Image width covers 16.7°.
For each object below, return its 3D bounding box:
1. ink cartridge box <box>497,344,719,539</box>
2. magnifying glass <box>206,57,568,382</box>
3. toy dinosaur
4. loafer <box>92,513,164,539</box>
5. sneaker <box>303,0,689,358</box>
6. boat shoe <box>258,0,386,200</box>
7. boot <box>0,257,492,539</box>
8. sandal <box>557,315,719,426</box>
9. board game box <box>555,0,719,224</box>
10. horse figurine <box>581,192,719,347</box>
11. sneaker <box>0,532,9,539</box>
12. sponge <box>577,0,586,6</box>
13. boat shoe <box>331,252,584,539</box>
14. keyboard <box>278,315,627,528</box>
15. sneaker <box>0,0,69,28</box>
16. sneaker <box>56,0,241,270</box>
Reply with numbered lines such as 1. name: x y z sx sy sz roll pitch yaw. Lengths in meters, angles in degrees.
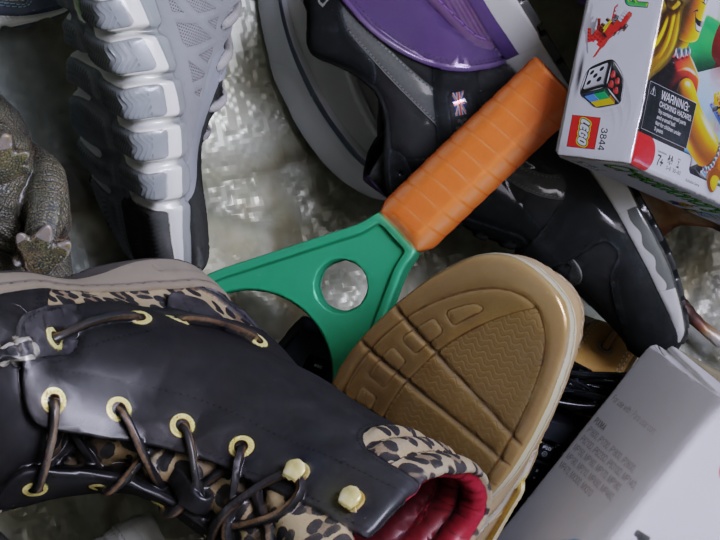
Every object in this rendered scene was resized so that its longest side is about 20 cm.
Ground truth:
1. ink cartridge box: 0.111 0.152 0.912 0.148 0.086 0.200 36 95 -17
2. magnifying glass: 0.000 0.000 0.898 0.200 0.022 0.080 -44 83 8
3. toy dinosaur: -0.131 -0.030 0.858 0.200 0.077 0.102 43 17 -32
4. loafer: -0.040 0.165 0.854 0.070 0.070 0.200 -41 121 -6
5. sneaker: 0.050 -0.041 0.942 0.088 0.076 0.200 -31 104 5
6. boat shoe: -0.002 -0.128 0.969 0.074 0.065 0.200 -16 87 -33
7. boot: -0.063 0.063 0.778 0.200 0.151 0.073 -12 128 -56
8. sandal: 0.105 0.055 0.997 0.200 0.054 0.080 15 71 -28
9. board game box: 0.147 -0.082 0.933 0.200 0.035 0.126 16 84 -55
10. horse figurine: 0.137 -0.056 1.043 0.132 0.050 0.200 27 68 -19
11. sneaker: -0.185 0.044 0.817 0.200 0.076 0.091 39 55 -20
12. sponge: 0.111 -0.163 1.032 0.200 0.030 0.112 39 60 3
13. boat shoe: 0.024 0.068 0.881 0.074 0.200 0.069 43 32 16
14. keyboard: 0.054 0.073 0.936 0.200 0.040 0.104 20 93 -17
15. sneaker: -0.169 -0.148 0.860 0.200 0.086 0.078 25 67 -25
16. sneaker: -0.048 -0.094 0.883 0.115 0.075 0.200 -21 120 -21
